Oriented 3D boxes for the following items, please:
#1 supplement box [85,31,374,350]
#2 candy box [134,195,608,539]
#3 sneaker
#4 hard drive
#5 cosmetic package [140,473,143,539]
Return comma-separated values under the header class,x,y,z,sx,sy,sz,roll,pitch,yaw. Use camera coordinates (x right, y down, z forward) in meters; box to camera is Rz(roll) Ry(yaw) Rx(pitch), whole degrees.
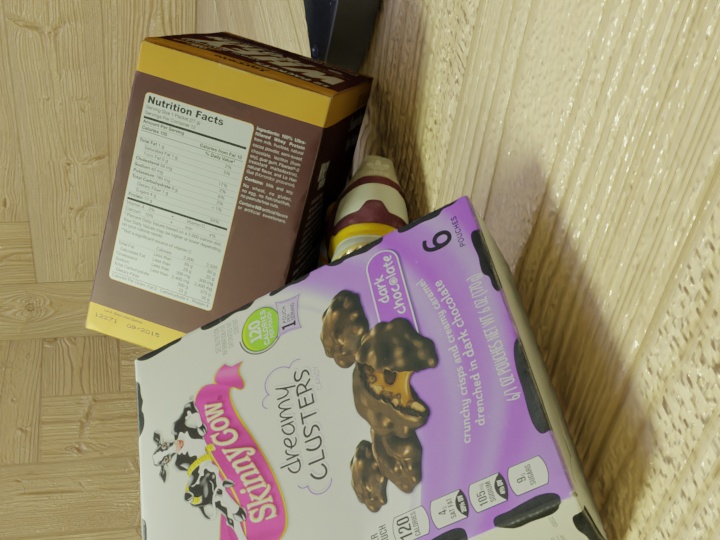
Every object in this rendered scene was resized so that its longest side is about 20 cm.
class,x,y,z,sx,sy,sz,roll,pitch,yaw
supplement box,-0.089,-0.058,0.773,0.197,0.130,0.204,-57,-16,-74
candy box,-0.005,0.085,0.491,0.072,0.197,0.170,52,-163,-46
sneaker,0.000,0.000,0.779,0.201,0.073,0.092,115,163,-58
hard drive,-0.014,-0.252,0.834,0.201,0.041,0.137,108,157,-58
cosmetic package,-0.137,0.258,1.123,0.106,0.196,0.072,111,154,-59
